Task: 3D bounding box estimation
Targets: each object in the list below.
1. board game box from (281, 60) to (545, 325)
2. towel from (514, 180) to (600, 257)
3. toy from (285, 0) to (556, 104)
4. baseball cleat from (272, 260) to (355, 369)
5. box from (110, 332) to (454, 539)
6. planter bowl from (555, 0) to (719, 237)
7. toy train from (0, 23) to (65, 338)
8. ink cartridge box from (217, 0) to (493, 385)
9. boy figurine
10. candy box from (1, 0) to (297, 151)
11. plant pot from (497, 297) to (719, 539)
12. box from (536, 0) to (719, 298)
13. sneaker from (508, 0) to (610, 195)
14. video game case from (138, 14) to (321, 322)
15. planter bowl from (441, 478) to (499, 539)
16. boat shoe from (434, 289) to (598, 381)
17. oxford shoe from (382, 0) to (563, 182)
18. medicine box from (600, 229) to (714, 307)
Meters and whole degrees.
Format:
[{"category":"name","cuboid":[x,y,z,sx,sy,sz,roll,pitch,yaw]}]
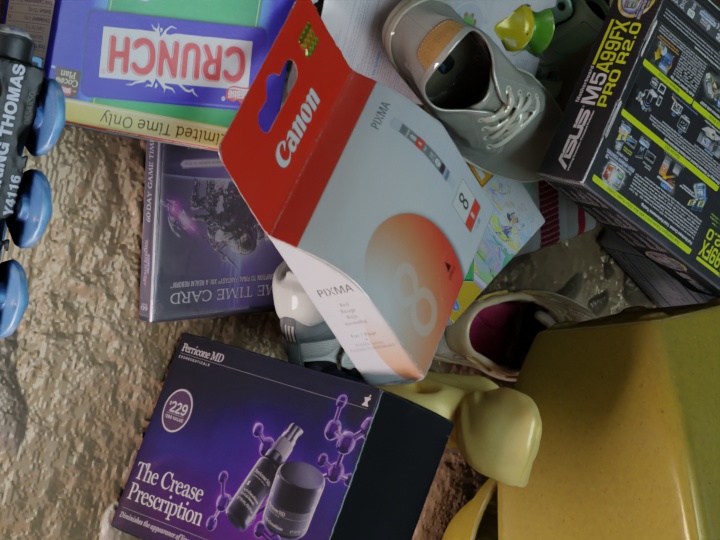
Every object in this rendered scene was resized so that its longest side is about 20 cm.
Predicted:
[{"category":"board game box","cuboid":[0.031,-0.077,1.596,0.201,0.034,0.134,56,46,-13]},{"category":"towel","cuboid":[0.124,-0.084,1.766,0.199,0.023,0.145,-19,112,-39]},{"category":"toy","cuboid":[0.038,-0.170,1.562,0.199,0.047,0.116,3,110,-33]},{"category":"baseball cleat","cuboid":[0.000,0.000,1.632,0.200,0.069,0.107,-37,137,-44]},{"category":"box","cuboid":[-0.053,0.132,1.522,0.079,0.199,0.142,30,78,-42]},{"category":"planter bowl","cuboid":[0.214,-0.112,1.734,0.199,0.134,0.202,-13,109,-39]},{"category":"toy train","cuboid":[-0.233,-0.045,1.372,0.086,0.114,0.201,11,91,-35]},{"category":"ink cartridge box","cuboid":[0.003,-0.055,1.467,0.200,0.050,0.163,59,38,-33]},{"category":"boy figurine","cuboid":[0.052,0.099,1.616,0.124,0.199,0.065,7,94,-47]},{"category":"candy box","cuboid":[-0.125,-0.181,1.457,0.168,0.077,0.201,8,94,-35]},{"category":"plant pot","cuboid":[0.215,0.127,1.692,0.194,0.195,0.201,-10,91,-44]},{"category":"box","cuboid":[0.222,-0.092,1.624,0.200,0.044,0.161,32,79,-43]},{"category":"sneaker","cuboid":[0.122,-0.138,1.656,0.073,0.118,0.202,1,88,-40]},{"category":"video game case","cuboid":[-0.083,-0.070,1.575,0.142,0.019,0.201,-5,103,-43]},{"category":"planter bowl","cuboid":[0.116,0.226,1.775,0.200,0.083,0.202,0,90,-46]},{"category":"boat shoe","cuboid":[0.122,0.051,1.759,0.199,0.069,0.074,5,96,-44]},{"category":"oxford shoe","cuboid":[0.084,-0.109,1.560,0.075,0.058,0.200,-49,137,0]},{"category":"medicine box","cuboid":[0.323,0.002,1.848,0.182,0.199,0.103,44,70,-40]}]
